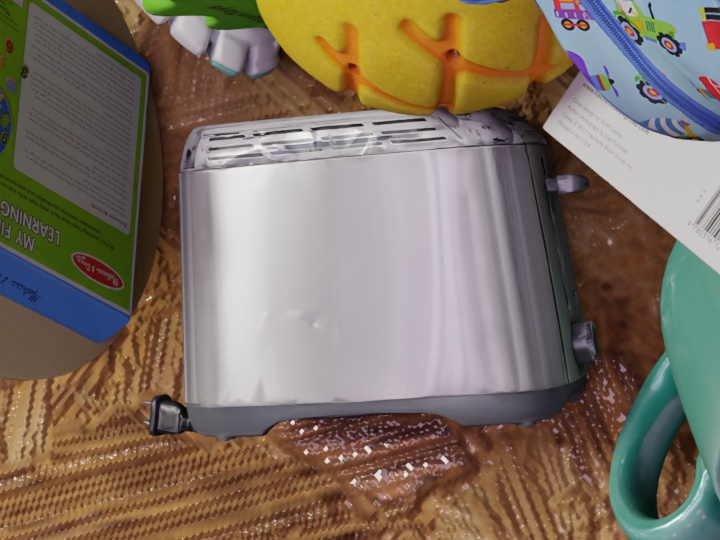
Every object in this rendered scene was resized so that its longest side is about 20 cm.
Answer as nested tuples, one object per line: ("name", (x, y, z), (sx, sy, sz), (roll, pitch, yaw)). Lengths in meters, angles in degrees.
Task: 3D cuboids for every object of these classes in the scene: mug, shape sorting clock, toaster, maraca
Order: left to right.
("shape sorting clock", (-0.147, -0.054, 0.798), (0.039, 0.200, 0.202), (-12, 93, 28))
("toaster", (0.000, 0.000, 0.810), (0.198, 0.114, 0.131), (-4, 91, 17))
("maraca", (0.011, -0.112, 0.733), (0.198, 0.137, 0.108), (-4, 83, 30))
("mug", (0.178, 0.021, 0.741), (0.183, 0.115, 0.153), (-13, 136, 0))

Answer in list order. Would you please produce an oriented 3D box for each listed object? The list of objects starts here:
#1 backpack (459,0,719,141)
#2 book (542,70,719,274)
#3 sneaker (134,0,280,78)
("backpack", (0.103, -0.132, 0.596), (0.134, 0.182, 0.201), (-20, 106, 46))
("book", (0.168, -0.095, 0.675), (0.201, 0.048, 0.134), (-54, 46, 9))
("sneaker", (-0.094, -0.172, 0.810), (0.199, 0.078, 0.091), (34, 105, -24))
